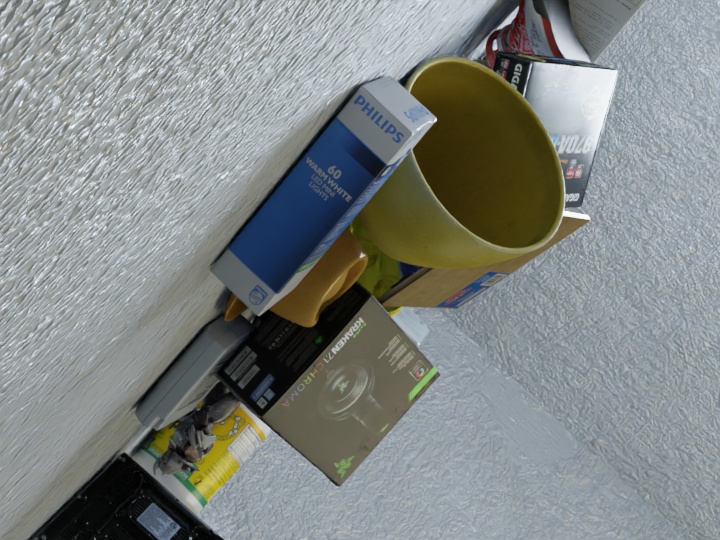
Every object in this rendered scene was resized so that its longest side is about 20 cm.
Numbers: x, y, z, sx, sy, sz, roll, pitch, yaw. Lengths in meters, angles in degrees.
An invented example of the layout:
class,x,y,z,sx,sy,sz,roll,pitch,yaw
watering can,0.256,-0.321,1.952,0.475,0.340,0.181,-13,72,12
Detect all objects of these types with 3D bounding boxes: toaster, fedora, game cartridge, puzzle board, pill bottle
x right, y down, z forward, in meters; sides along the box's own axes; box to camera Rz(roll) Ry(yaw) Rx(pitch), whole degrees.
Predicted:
class,x,y,z,sx,sy,sz,roll,pitch,yaw
toaster,-0.263,0.337,1.584,0.181,0.199,0.119,-46,172,-43
fedora,-0.051,-0.001,1.382,0.201,0.082,0.201,-47,177,-3
game cartridge,-0.169,0.103,1.498,0.134,0.041,0.200,-53,177,3
puzzle board,0.131,-0.014,1.494,0.199,0.018,0.150,-35,157,31
pill bottle,-0.187,0.205,1.802,0.200,0.113,0.113,-47,177,-16

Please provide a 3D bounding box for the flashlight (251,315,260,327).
class,x,y,z,sx,sy,sz,roll,pitch,yaw
flashlight,-0.085,0.044,1.702,0.200,0.067,0.069,130,-29,-67

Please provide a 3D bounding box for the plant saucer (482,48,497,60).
class,x,y,z,sx,sy,sz,roll,pitch,yaw
plant saucer,0.145,-0.171,1.729,0.201,0.048,0.201,-59,-163,30

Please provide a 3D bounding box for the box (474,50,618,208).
class,x,y,z,sx,sy,sz,roll,pitch,yaw
box,0.192,-0.145,1.482,0.199,0.046,0.161,-6,113,-54

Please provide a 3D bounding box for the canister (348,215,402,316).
class,x,y,z,sx,sy,sz,roll,pitch,yaw
canister,0.000,0.000,1.709,0.200,0.085,0.150,130,-37,-73

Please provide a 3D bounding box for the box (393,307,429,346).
class,x,y,z,sx,sy,sz,roll,pitch,yaw
box,-0.039,0.100,1.917,0.200,0.184,0.105,-48,179,15

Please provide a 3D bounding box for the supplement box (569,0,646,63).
class,x,y,z,sx,sy,sz,roll,pitch,yaw
supplement box,0.270,-0.324,1.588,0.102,0.103,0.200,-58,180,-25

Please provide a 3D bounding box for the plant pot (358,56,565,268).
class,x,y,z,sx,sy,sz,roll,pitch,yaw
plant pot,0.076,-0.081,1.341,0.142,0.201,0.200,-34,-172,44

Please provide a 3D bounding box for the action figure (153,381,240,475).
class,x,y,z,sx,sy,sz,roll,pitch,yaw
action figure,-0.176,0.163,1.643,0.200,0.069,0.130,-48,-152,-6

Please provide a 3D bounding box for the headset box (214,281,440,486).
class,x,y,z,sx,sy,sz,roll,pitch,yaw
headset box,-0.029,0.115,1.515,0.174,0.093,0.200,-47,140,-6

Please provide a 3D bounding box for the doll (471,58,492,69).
class,x,y,z,sx,sy,sz,roll,pitch,yaw
doll,0.105,-0.176,1.685,0.200,0.048,0.137,-53,-171,43

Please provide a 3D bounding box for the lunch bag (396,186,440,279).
class,x,y,z,sx,sy,sz,roll,pitch,yaw
lunch bag,0.095,-0.096,1.536,0.201,0.123,0.171,-54,155,-27

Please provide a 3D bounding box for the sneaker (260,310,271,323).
class,x,y,z,sx,sy,sz,roll,pitch,yaw
sneaker,-0.063,0.065,1.584,0.091,0.075,0.202,-18,130,-44

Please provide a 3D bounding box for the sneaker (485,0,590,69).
class,x,y,z,sx,sy,sz,roll,pitch,yaw
sneaker,0.184,-0.262,1.564,0.202,0.107,0.068,51,50,-55

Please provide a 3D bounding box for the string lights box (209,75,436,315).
class,x,y,z,sx,sy,sz,roll,pitch,yaw
string lights box,-0.028,-0.062,1.151,0.200,0.059,0.103,-49,177,18
